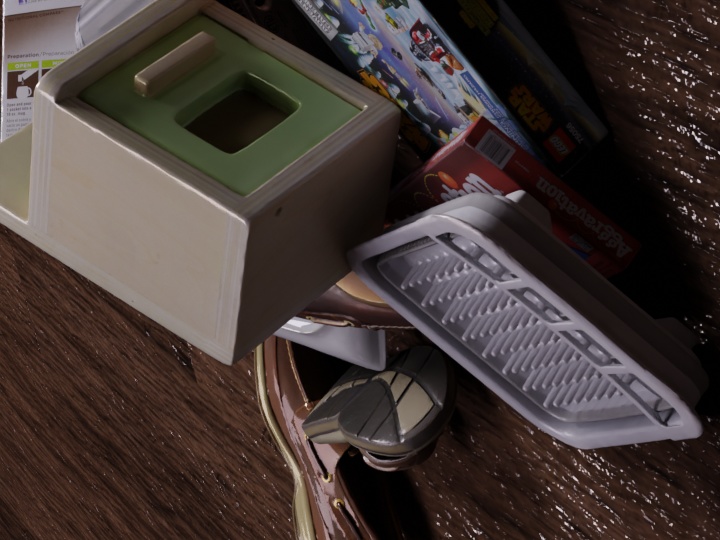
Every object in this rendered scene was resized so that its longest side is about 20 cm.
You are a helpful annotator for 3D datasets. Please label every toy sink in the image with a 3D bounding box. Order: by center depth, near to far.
[{"bbox_3d":[-0.099,-0.067,1.461,0.200,0.130,0.112,32,137,24],"label":"toy sink"}]

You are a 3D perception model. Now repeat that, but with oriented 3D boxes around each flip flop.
[{"bbox_3d":[0.019,0.095,1.718,0.058,0.081,0.200,49,163,-9],"label":"flip flop"}]

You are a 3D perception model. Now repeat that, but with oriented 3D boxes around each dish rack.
[{"bbox_3d":[0.089,0.021,1.401,0.172,0.044,0.200,39,164,-10],"label":"dish rack"}]

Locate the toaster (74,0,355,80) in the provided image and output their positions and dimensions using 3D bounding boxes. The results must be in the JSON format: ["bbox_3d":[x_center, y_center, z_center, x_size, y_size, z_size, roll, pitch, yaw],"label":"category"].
[{"bbox_3d":[-0.072,-0.114,1.588,0.129,0.114,0.200,-26,97,45],"label":"toaster"}]

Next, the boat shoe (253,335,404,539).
[{"bbox_3d":[-0.015,0.111,1.846,0.068,0.072,0.200,-17,86,38],"label":"boat shoe"}]

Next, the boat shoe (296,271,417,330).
[{"bbox_3d":[0.000,0.000,1.614,0.200,0.070,0.070,13,150,40],"label":"boat shoe"}]

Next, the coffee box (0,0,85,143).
[{"bbox_3d":[-0.182,-0.160,1.806,0.114,0.080,0.200,55,-147,-73],"label":"coffee box"}]

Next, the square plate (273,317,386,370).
[{"bbox_3d":[-0.070,-0.046,1.714,0.198,0.028,0.200,17,121,37],"label":"square plate"}]

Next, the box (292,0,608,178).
[{"bbox_3d":[0.026,-0.126,1.400,0.200,0.040,0.137,50,162,-8],"label":"box"}]

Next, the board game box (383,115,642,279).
[{"bbox_3d":[0.071,-0.021,1.434,0.103,0.019,0.200,39,164,-4],"label":"board game box"}]
